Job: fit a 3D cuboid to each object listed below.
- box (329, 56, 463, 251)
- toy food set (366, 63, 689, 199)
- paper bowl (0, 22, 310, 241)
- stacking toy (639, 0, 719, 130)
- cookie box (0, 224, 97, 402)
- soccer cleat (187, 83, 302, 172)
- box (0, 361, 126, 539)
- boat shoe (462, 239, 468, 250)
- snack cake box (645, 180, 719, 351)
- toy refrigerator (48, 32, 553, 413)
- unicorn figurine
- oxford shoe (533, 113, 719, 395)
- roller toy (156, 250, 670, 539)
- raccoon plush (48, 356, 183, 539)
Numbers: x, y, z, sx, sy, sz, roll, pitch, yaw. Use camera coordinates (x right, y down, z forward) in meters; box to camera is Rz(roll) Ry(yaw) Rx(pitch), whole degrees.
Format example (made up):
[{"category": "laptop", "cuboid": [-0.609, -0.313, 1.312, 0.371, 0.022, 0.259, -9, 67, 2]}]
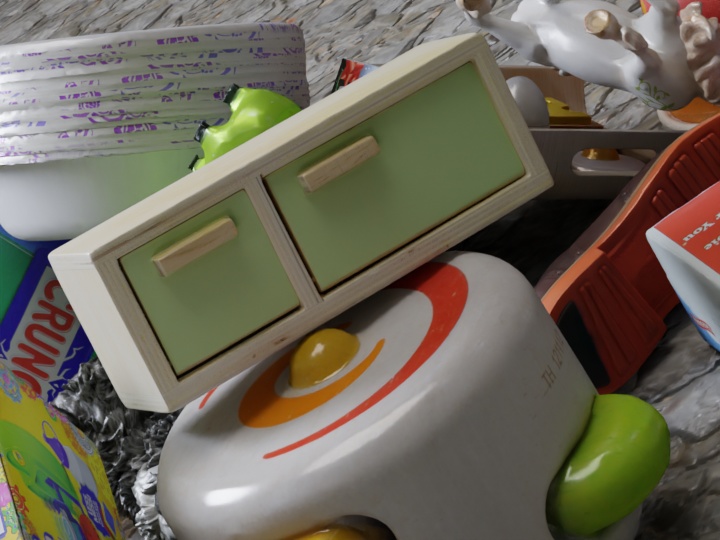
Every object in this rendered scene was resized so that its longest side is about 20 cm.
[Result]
[{"category": "box", "cuboid": [0.000, 0.000, 1.336, 0.137, 0.040, 0.201, 25, 97, 66]}, {"category": "toy food set", "cuboid": [0.092, -0.082, 1.410, 0.143, 0.061, 0.200, -1, 15, -21]}, {"category": "paper bowl", "cuboid": [-0.125, -0.072, 1.435, 0.200, 0.105, 0.201, -4, 3, 0]}, {"category": "stacking toy", "cuboid": [0.185, -0.180, 1.415, 0.146, 0.200, 0.146, -27, 20, 11]}, {"category": "cookie box", "cuboid": [-0.228, 0.035, 1.467, 0.075, 0.200, 0.171, -49, 11, 51]}, {"category": "soccer cleat", "cuboid": [-0.050, -0.014, 1.325, 0.068, 0.081, 0.200, -54, -8, -30]}, {"category": "box", "cuboid": [-0.192, 0.172, 1.129, 0.192, 0.122, 0.200, -28, 54, 10]}, {"category": "boat shoe", "cuboid": [0.037, -0.061, 1.521, 0.060, 0.075, 0.200, -56, 23, 22]}, {"category": "snack cake box", "cuboid": [0.238, -0.032, 1.188, 0.200, 0.067, 0.115, -33, 22, -3]}, {"category": "toy refrigerator", "cuboid": [-0.023, -0.022, 1.141, 0.200, 0.076, 0.070, -30, 11, -20]}, {"category": "unicorn figurine", "cuboid": [0.113, -0.126, 1.365, 0.074, 0.137, 0.200, -51, 53, 4]}, {"category": "oxford shoe", "cuboid": [0.136, -0.015, 1.296, 0.200, 0.071, 0.072, -40, 15, -25]}, {"category": "roller toy", "cuboid": [0.011, 0.085, 1.136, 0.200, 0.140, 0.182, -36, 20, -11]}, {"category": "raccoon plush", "cuboid": [-0.076, 0.105, 1.353, 0.097, 0.134, 0.200, -40, -15, 3]}]
